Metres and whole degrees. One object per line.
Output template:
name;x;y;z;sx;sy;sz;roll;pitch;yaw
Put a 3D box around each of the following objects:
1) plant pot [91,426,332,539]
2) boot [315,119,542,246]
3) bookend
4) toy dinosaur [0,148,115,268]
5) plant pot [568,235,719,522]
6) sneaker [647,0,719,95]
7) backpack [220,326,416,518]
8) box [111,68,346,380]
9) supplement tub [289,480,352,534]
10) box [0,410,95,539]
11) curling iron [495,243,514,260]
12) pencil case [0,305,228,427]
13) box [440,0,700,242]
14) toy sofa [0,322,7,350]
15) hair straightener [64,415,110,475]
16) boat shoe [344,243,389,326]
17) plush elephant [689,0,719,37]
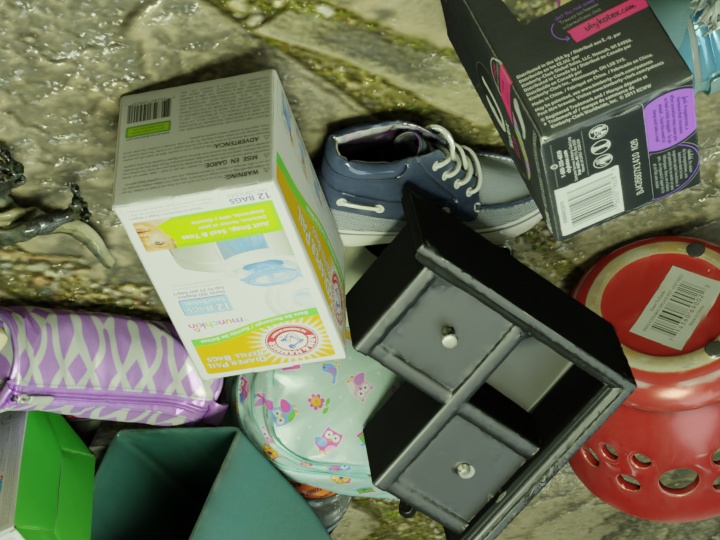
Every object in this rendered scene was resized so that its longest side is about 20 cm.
plant pot;-0.106;0.234;1.562;0.141;0.141;0.200;-6;141;43
boot;0.060;-0.068;1.480;0.200;0.073;0.090;-9;149;-21
bookend;0.055;0.081;1.455;0.200;0.092;0.199;34;110;-21
toy dinosaur;-0.233;-0.038;1.368;0.200;0.048;0.088;7;149;-39
plant pot;0.261;0.083;1.709;0.200;0.201;0.183;-21;137;-5
sneaker;0.227;-0.129;1.498;0.130;0.080;0.200;-12;145;-15
backpack;-0.007;0.100;1.587;0.200;0.167;0.127;6;164;-19
box;-0.084;-0.027;1.381;0.112;0.101;0.200;-9;141;9
supplement tub;-0.083;0.201;1.713;0.122;0.123;0.200;1;139;-33
box;-0.297;0.199;1.493;0.176;0.200;0.097;-29;117;10
curling iron;0.107;0.000;1.564;0.026;0.050;0.200;-28;171;-6
pencil case;-0.198;0.074;1.503;0.200;0.085;0.084;5;117;-39
box;0.129;-0.141;1.312;0.106;0.200;0.122;-22;146;-3
toy sofa;-0.332;0.072;1.422;0.097;0.083;0.200;-1;140;-36
hair straightener;-0.249;0.200;1.650;0.041;0.077;0.200;3;138;-37
boat shoe;-0.001;0.003;1.540;0.201;0.063;0.074;11;105;-21
plush elephant;0.336;-0.205;1.358;0.200;0.155;0.165;-48;142;3
